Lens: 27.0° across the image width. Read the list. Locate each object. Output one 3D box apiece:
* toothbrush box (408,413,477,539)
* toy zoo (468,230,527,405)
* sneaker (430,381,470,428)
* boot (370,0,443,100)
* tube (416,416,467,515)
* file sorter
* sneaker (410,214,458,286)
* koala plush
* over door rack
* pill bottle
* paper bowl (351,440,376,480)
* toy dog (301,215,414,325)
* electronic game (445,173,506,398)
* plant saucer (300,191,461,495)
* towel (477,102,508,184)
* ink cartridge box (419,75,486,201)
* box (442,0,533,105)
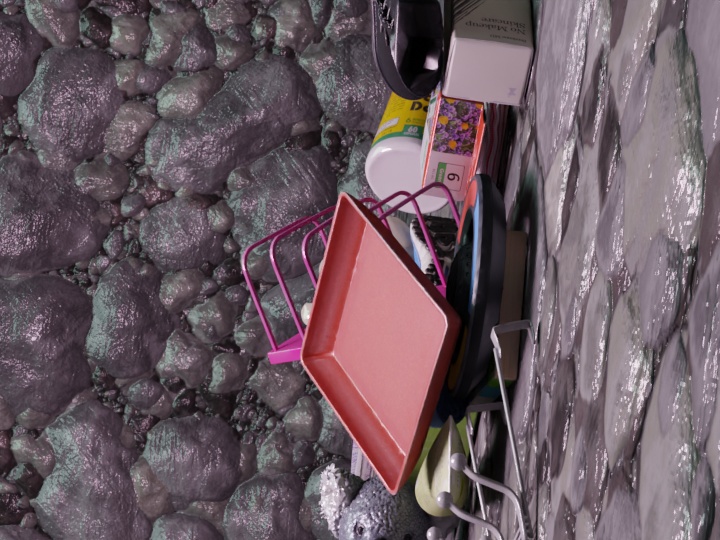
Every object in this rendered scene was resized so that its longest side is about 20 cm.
[{"bbox_3d":[0.070,0.166,1.600,0.146,0.086,0.201,-87,4,-53],"label":"toothbrush box"},{"bbox_3d":[0.122,0.051,1.372,0.200,0.020,0.132,106,170,-77],"label":"toy zoo"},{"bbox_3d":[0.068,0.096,1.464,0.070,0.078,0.200,66,-157,-19],"label":"sneaker"},{"bbox_3d":[0.054,-0.218,1.491,0.200,0.065,0.165,-112,5,-63],"label":"boot"},{"bbox_3d":[0.079,0.190,1.374,0.052,0.058,0.200,-39,-14,-9],"label":"tube"},{"bbox_3d":[0.000,0.000,1.492,0.139,0.199,0.126,-32,-75,-45],"label":"file sorter"},{"bbox_3d":[0.089,0.008,1.706,0.200,0.078,0.089,-87,6,-55],"label":"sneaker"},{"bbox_3d":[0.021,0.298,1.514,0.184,0.176,0.201,-17,-70,-81],"label":"koala plush"},{"bbox_3d":[0.094,0.159,1.186,0.148,0.066,0.201,100,175,-56],"label":"over door rack"},{"bbox_3d":[0.082,-0.174,1.784,0.113,0.112,0.200,98,-171,-49],"label":"pill bottle"},{"bbox_3d":[0.049,0.187,1.924,0.201,0.104,0.202,-174,90,-89],"label":"paper bowl"},{"bbox_3d":[0.019,0.074,1.746,0.139,0.194,0.200,-27,29,33],"label":"toy dog"},{"bbox_3d":[0.097,0.014,1.331,0.200,0.041,0.201,-174,90,-88],"label":"electronic game"},{"bbox_3d":[0.020,0.062,1.343,0.200,0.037,0.200,51,137,42],"label":"plant saucer"},{"bbox_3d":[0.133,-0.152,1.634,0.200,0.030,0.147,-87,5,-66],"label":"towel"},{"bbox_3d":[0.095,-0.136,1.566,0.200,0.050,0.109,-85,4,-68],"label":"ink cartridge box"},{"bbox_3d":[0.124,-0.248,1.472,0.200,0.082,0.069,-88,6,-49],"label":"box"}]
